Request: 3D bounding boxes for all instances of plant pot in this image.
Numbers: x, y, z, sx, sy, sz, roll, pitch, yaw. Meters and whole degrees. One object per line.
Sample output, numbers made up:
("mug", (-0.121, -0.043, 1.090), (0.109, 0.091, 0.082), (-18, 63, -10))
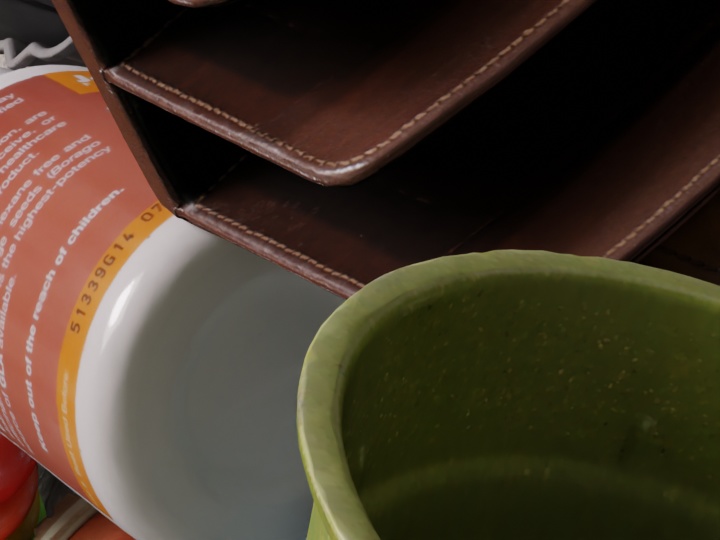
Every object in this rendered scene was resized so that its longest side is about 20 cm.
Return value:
("plant pot", (0.051, 0.129, 0.541), (0.200, 0.199, 0.191), (-112, 38, -53))

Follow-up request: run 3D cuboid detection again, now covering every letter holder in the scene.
("letter holder", (0.044, -0.091, 0.632), (0.200, 0.101, 0.142), (-43, 43, -19))

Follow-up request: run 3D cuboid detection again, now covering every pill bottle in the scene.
("pill bottle", (-0.075, 0.002, 0.775), (0.200, 0.112, 0.113), (29, 95, 51))

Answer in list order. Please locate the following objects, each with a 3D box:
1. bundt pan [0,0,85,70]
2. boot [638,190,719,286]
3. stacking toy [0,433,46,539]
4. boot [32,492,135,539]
("bundt pan", (-0.065, -0.155, 0.994), (0.202, 0.076, 0.203), (-36, 41, 39))
("boot", (0.073, -0.029, 0.682), (0.188, 0.068, 0.201), (-39, 37, 23))
("stacking toy", (-0.144, 0.091, 0.914), (0.200, 0.085, 0.086), (105, 172, -61))
("boot", (-0.086, 0.166, 0.869), (0.107, 0.075, 0.201), (23, 90, 49))
